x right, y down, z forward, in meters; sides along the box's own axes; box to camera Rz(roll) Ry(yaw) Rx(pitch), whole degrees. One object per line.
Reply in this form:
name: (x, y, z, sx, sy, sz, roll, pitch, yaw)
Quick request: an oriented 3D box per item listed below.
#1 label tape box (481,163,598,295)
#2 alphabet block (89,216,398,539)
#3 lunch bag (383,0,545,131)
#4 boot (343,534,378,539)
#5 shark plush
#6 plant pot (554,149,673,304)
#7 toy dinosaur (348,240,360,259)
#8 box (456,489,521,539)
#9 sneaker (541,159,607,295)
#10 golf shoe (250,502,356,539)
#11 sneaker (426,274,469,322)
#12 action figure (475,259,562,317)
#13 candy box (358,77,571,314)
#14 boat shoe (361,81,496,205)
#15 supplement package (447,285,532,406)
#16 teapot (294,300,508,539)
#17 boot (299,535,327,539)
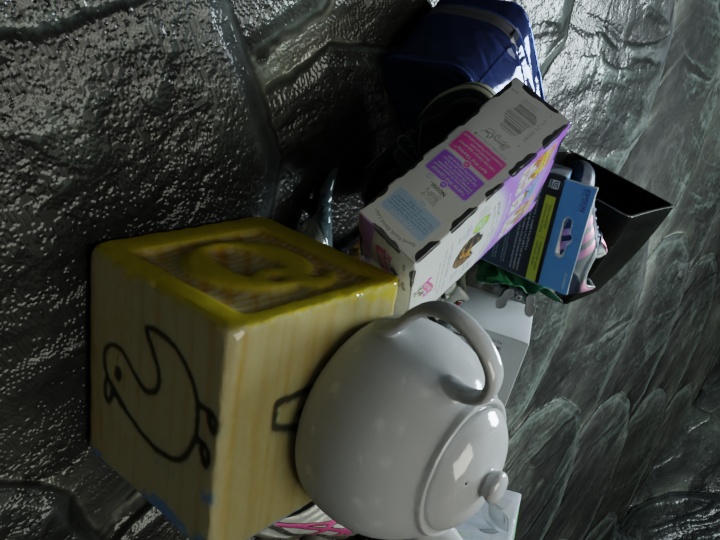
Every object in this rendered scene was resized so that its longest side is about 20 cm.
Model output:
label tape box: (0.220, -0.073, 0.951, 0.066, 0.199, 0.144, -12, 119, -44)
alphabet block: (-0.106, 0.083, 0.633, 0.196, 0.195, 0.201, -17, 122, -49)
lunch bag: (0.132, -0.202, 0.819, 0.132, 0.135, 0.200, -50, 140, -20)
boot: (0.003, 0.372, 0.942, 0.073, 0.200, 0.151, 12, 106, -46)
shark plush: (-0.050, -0.009, 0.777, 0.083, 0.090, 0.202, 1, 82, -53)
plant pot: (0.332, -0.064, 1.123, 0.199, 0.200, 0.178, -13, 131, -48)
toy dinosaur: (0.000, 0.000, 0.798, 0.107, 0.060, 0.200, 66, 22, -14)
box: (0.120, 0.396, 1.053, 0.177, 0.199, 0.097, -48, 144, -57)
sneaker: (0.301, -0.056, 0.977, 0.070, 0.081, 0.201, -94, -172, -56)
golf shoe: (-0.041, 0.266, 0.829, 0.199, 0.073, 0.092, -6, 135, -33)
sneaker: (0.093, 0.037, 0.953, 0.074, 0.088, 0.201, 33, 84, -56)
action figure: (0.205, 0.007, 1.030, 0.200, 0.117, 0.055, -89, -162, -72)
candy box: (0.092, -0.057, 0.682, 0.200, 0.072, 0.168, -41, 163, -16)
boat shoe: (0.069, -0.122, 0.756, 0.075, 0.200, 0.062, 43, 45, -15)
supplement package: (0.165, 0.144, 1.034, 0.114, 0.109, 0.201, -56, 162, -60)
teapot: (0.054, 0.138, 0.583, 0.200, 0.146, 0.198, 35, 81, -54)
boot: (-0.081, 0.288, 0.906, 0.130, 0.068, 0.201, 21, 90, -45)
